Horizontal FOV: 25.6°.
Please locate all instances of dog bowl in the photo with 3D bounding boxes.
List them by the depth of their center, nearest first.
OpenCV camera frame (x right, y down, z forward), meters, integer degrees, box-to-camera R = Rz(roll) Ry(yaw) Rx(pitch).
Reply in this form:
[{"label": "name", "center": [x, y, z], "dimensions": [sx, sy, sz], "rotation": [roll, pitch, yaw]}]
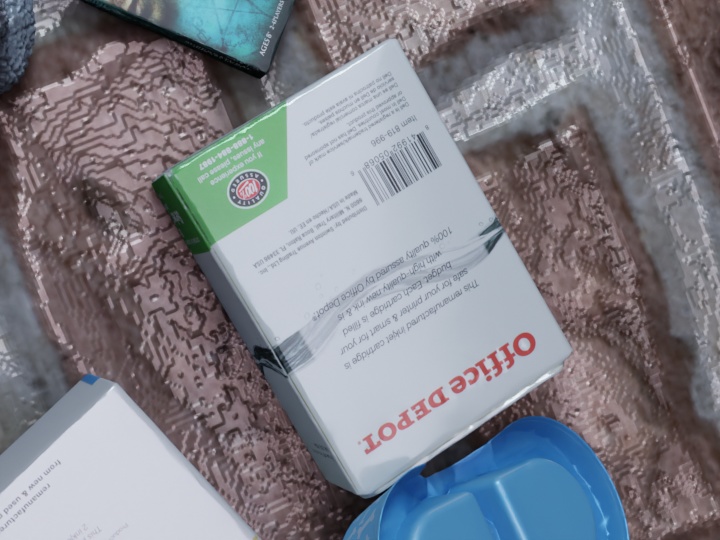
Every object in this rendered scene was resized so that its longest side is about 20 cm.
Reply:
[{"label": "dog bowl", "center": [0.065, 0.150, 0.844], "dimensions": [0.199, 0.049, 0.112], "rotation": [-17, 79, -48]}]

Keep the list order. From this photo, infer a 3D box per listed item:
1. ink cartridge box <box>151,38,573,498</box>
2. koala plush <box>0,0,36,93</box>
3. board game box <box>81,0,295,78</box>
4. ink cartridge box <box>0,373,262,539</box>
[{"label": "ink cartridge box", "center": [0.000, 0.000, 0.860], "dimensions": [0.146, 0.083, 0.201], "rotation": [-31, 96, -13]}, {"label": "koala plush", "center": [-0.235, -0.212, 0.773], "dimensions": [0.176, 0.184, 0.201], "rotation": [8, 75, -14]}, {"label": "board game box", "center": [-0.079, -0.225, 0.874], "dimensions": [0.135, 0.028, 0.201], "rotation": [22, 84, -14]}, {"label": "ink cartridge box", "center": [-0.115, 0.175, 0.795], "dimensions": [0.146, 0.147, 0.200], "rotation": [-44, 99, -12]}]
